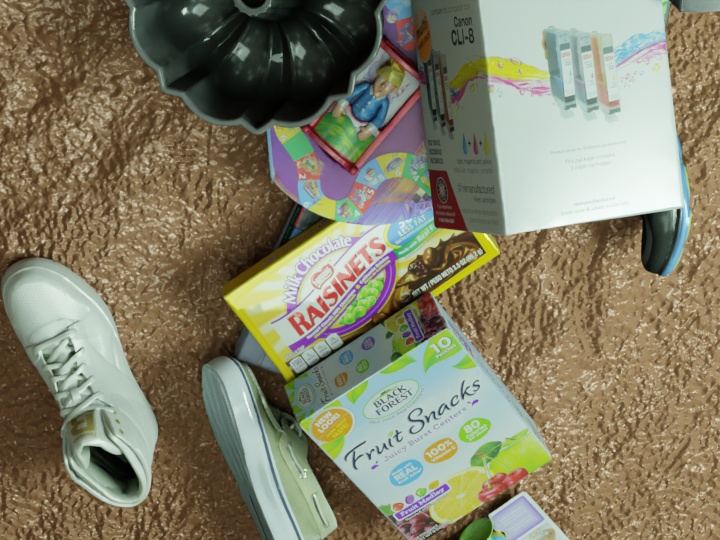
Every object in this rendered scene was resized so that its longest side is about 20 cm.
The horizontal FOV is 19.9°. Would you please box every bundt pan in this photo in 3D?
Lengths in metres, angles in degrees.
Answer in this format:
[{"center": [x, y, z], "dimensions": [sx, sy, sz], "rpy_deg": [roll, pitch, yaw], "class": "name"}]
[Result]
[{"center": [-0.068, -0.205, 1.479], "dimensions": [0.200, 0.076, 0.204], "rpy_deg": [4, 106, 13], "class": "bundt pan"}]

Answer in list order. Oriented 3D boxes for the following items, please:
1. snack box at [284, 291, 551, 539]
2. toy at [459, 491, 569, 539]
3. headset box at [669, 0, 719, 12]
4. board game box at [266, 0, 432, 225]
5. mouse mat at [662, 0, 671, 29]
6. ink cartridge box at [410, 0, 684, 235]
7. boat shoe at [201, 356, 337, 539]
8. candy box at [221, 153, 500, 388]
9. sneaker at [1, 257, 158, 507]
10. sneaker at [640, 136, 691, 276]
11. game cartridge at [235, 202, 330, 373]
[{"center": [0.049, 0.124, 1.655], "dimensions": [0.142, 0.053, 0.200], "rpy_deg": [-34, 132, 7], "class": "snack box"}, {"center": [0.155, 0.294, 1.781], "dimensions": [0.115, 0.047, 0.200], "rpy_deg": [-36, 114, 11], "class": "toy"}, {"center": [0.242, -0.275, 1.443], "dimensions": [0.076, 0.200, 0.150], "rpy_deg": [-5, 112, -6], "class": "headset box"}, {"center": [0.004, -0.132, 1.533], "dimensions": [0.156, 0.039, 0.202], "rpy_deg": [-4, 97, 2], "class": "board game box"}, {"center": [0.143, -0.206, 1.572], "dimensions": [0.198, 0.008, 0.162], "rpy_deg": [4, 114, -11], "class": "mouse mat"}, {"center": [0.129, -0.136, 1.464], "dimensions": [0.143, 0.145, 0.202], "rpy_deg": [-8, 96, -17], "class": "ink cartridge box"}, {"center": [-0.075, 0.148, 1.679], "dimensions": [0.062, 0.072, 0.201], "rpy_deg": [-29, 123, -18], "class": "boat shoe"}, {"center": [0.000, 0.000, 1.601], "dimensions": [0.199, 0.026, 0.103], "rpy_deg": [-34, 111, 7], "class": "candy box"}, {"center": [-0.216, 0.091, 1.598], "dimensions": [0.073, 0.116, 0.201], "rpy_deg": [-28, 114, 7], "class": "sneaker"}, {"center": [0.209, -0.090, 1.599], "dimensions": [0.082, 0.071, 0.201], "rpy_deg": [-16, 111, 6], "class": "sneaker"}, {"center": [-0.009, 0.002, 1.632], "dimensions": [0.129, 0.038, 0.201], "rpy_deg": [18, 111, -20], "class": "game cartridge"}]
